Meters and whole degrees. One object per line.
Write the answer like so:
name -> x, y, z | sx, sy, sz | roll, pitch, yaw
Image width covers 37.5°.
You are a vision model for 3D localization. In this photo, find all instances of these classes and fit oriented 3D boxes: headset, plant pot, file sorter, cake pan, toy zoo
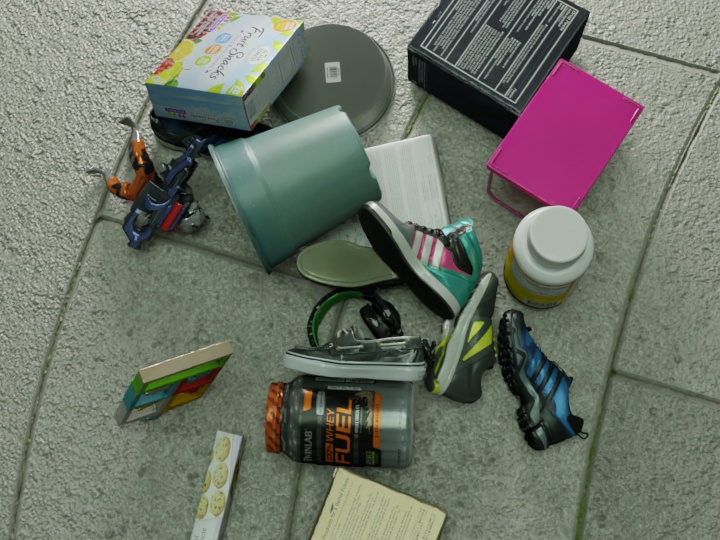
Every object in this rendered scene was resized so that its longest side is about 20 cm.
headset -> 0.015, 0.090, 1.495 | 0.199, 0.094, 0.124 | 22, 70, 21
plant pot -> -0.086, -0.127, 1.503 | 0.195, 0.200, 0.201 | -26, 75, -3
file sorter -> 0.290, -0.171, 1.548 | 0.139, 0.126, 0.200 | 33, 77, 11
cake pan -> -0.045, -0.296, 1.640 | 0.199, 0.037, 0.202 | 0, 74, 1
toy zoo -> -0.259, 0.160, 1.442 | 0.131, 0.200, 0.021 | -18, 72, -30

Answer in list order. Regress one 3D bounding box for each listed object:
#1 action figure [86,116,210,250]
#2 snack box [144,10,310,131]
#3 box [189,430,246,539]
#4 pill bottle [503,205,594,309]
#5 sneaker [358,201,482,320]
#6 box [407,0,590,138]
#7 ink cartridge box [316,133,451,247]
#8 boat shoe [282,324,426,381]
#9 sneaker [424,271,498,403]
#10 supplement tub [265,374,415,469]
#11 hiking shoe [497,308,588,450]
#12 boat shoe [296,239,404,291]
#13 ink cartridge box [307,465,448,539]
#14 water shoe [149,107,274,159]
action figure -> -0.292, -0.139, 1.572 | 0.194, 0.105, 0.200 | 46, 105, 8
snack box -> -0.192, -0.298, 1.565 | 0.168, 0.068, 0.200 | 12, 49, 23
box -> -0.201, 0.323, 1.467 | 0.041, 0.039, 0.201 | 12, 75, 6
pill bottle -> 0.259, -0.020, 1.467 | 0.108, 0.200, 0.110 | 0, 74, 1
sneaker -> 0.098, -0.043, 1.480 | 0.121, 0.084, 0.200 | -44, 97, -23
box -> 0.204, -0.335, 1.598 | 0.198, 0.123, 0.200 | 33, 79, 12
ink cartridge box -> 0.028, -0.105, 1.587 | 0.199, 0.050, 0.162 | -12, 74, 12
boat shoe -> -0.008, 0.108, 1.430 | 0.199, 0.072, 0.071 | 2, 89, 14
sneaker -> 0.159, 0.098, 1.513 | 0.084, 0.074, 0.201 | 30, 72, -14
supplement tub -> -0.026, 0.206, 1.452 | 0.198, 0.123, 0.123 | 2, 74, 3
hiking shoe -> 0.251, 0.148, 1.494 | 0.086, 0.074, 0.201 | -14, 84, -10
boat shoe -> 0.000, -0.002, 1.519 | 0.198, 0.066, 0.075 | -8, 67, -21
ink cartridge box -> 0.008, 0.387, 1.424 | 0.164, 0.075, 0.201 | 21, 77, 9
water shoe -> -0.221, -0.207, 1.598 | 0.199, 0.079, 0.072 | 6, 75, 3
